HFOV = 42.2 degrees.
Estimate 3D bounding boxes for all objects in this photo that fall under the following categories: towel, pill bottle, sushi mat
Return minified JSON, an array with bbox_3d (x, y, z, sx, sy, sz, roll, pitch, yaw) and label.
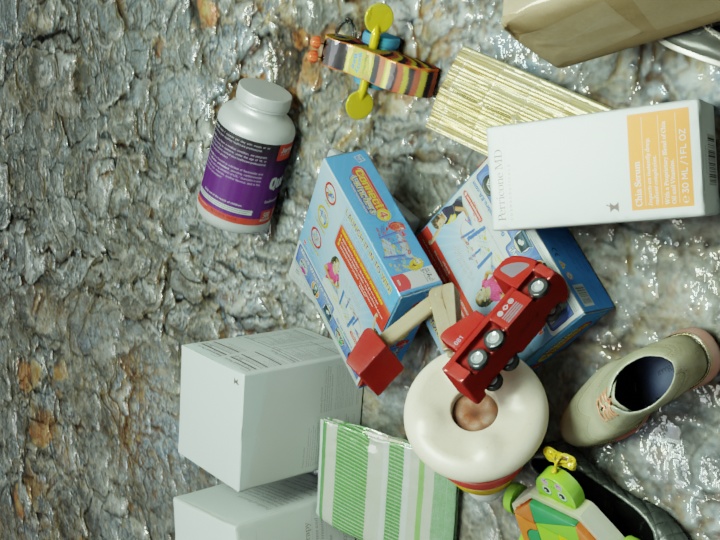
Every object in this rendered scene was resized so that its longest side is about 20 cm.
[{"bbox_3d":[0.032,0.274,1.167,0.197,0.023,0.155,11,104,28],"label":"towel"},{"bbox_3d":[-0.158,-0.161,1.313,0.112,0.111,0.202,43,125,37],"label":"pill bottle"},{"bbox_3d":[0.164,-0.154,0.959,0.199,0.012,0.097,31,98,28],"label":"sushi mat"}]

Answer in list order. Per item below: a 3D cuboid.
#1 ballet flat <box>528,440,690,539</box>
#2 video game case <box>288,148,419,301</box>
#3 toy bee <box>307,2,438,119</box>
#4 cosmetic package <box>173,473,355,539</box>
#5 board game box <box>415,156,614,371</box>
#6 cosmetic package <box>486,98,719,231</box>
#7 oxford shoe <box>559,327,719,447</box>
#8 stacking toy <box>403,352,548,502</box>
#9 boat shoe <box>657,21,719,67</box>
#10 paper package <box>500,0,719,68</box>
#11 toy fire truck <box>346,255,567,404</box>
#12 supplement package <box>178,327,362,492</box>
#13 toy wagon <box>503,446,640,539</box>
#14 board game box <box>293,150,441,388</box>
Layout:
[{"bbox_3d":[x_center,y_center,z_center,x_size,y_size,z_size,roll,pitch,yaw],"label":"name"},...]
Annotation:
[{"bbox_3d":[0.248,0.244,0.925,0.199,0.056,0.067,37,122,36],"label":"ballet flat"},{"bbox_3d":[-0.014,-0.027,1.230,0.182,0.022,0.202,44,125,38],"label":"video game case"},{"bbox_3d":[-0.006,-0.250,1.130,0.198,0.108,0.133,7,102,49],"label":"toy bee"},{"bbox_3d":[-0.130,0.385,1.277,0.165,0.198,0.171,3,97,49],"label":"cosmetic package"},{"bbox_3d":[0.148,0.013,1.018,0.196,0.055,0.202,-48,59,41],"label":"board game box"},{"bbox_3d":[0.222,-0.094,0.865,0.197,0.071,0.103,-4,92,32],"label":"cosmetic package"},{"bbox_3d":[0.249,0.118,0.896,0.071,0.073,0.200,61,138,22],"label":"oxford shoe"},{"bbox_3d":[0.130,0.187,0.990,0.146,0.145,0.201,47,166,35],"label":"stacking toy"},{"bbox_3d":[0.282,-0.233,0.824,0.200,0.066,0.058,45,131,41],"label":"boat shoe"},{"bbox_3d":[0.231,-0.297,0.790,0.198,0.103,0.194,-9,67,43],"label":"paper package"},{"bbox_3d":[0.095,0.057,0.926,0.200,0.049,0.141,-48,45,-9],"label":"toy fire truck"},{"bbox_3d":[-0.118,0.176,1.238,0.150,0.198,0.155,16,106,47],"label":"supplement package"},{"bbox_3d":[0.209,0.263,0.929,0.154,0.039,0.202,16,136,48],"label":"toy wagon"},{"bbox_3d":[0.000,0.000,1.105,0.202,0.055,0.197,62,151,26],"label":"board game box"}]
